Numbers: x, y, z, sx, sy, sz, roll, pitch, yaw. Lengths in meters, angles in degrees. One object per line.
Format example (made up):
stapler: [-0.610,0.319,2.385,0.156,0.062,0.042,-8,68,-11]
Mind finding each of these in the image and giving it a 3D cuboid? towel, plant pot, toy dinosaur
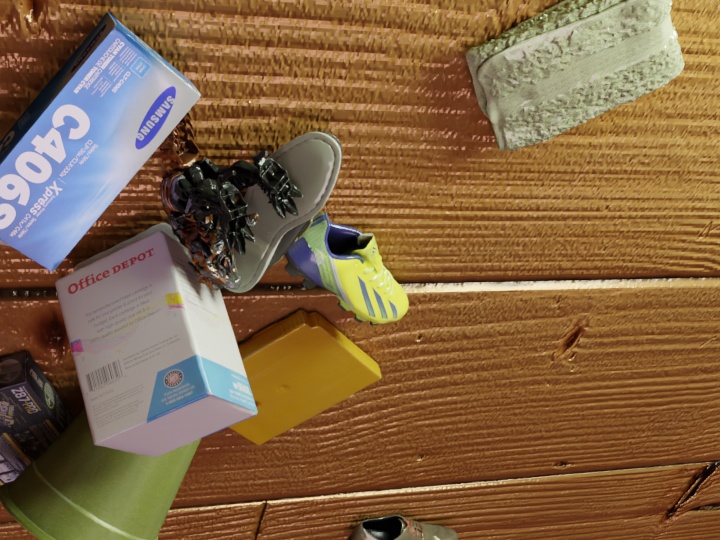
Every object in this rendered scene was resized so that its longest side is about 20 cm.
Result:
towel: [0.206,-0.194,0.951,0.199,0.037,0.149,-24,142,10]
plant pot: [-0.278,0.223,1.153,0.200,0.199,0.191,39,81,-46]
toy dinosaur: [-0.144,-0.066,0.928,0.135,0.103,0.200,10,147,35]

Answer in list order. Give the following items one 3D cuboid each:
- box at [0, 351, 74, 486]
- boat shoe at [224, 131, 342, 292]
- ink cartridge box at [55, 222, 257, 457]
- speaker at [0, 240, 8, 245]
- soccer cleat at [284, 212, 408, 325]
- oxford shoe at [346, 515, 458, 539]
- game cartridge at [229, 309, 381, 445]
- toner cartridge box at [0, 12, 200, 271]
box: [-0.431,0.186,1.180,0.160,0.049,0.201,-14,141,0]
boat shoe: [-0.079,-0.065,0.993,0.072,0.061,0.201,40,119,-1]
ink cartridge box: [-0.207,0.066,1.010,0.128,0.201,0.125,-23,158,9]
speaker: [-0.357,-0.070,0.872,0.199,0.082,0.081,11,135,-29]
soccer cleat: [0.000,0.000,1.093,0.084,0.065,0.200,-39,136,20]
oxford shoe: [0.079,0.441,1.644,0.198,0.071,0.075,2,133,-23]
game cartridge: [-0.099,0.135,1.250,0.199,0.033,0.176,-30,139,14]
toner cartridge box: [-0.235,-0.105,0.836,0.200,0.043,0.095,-49,126,5]
